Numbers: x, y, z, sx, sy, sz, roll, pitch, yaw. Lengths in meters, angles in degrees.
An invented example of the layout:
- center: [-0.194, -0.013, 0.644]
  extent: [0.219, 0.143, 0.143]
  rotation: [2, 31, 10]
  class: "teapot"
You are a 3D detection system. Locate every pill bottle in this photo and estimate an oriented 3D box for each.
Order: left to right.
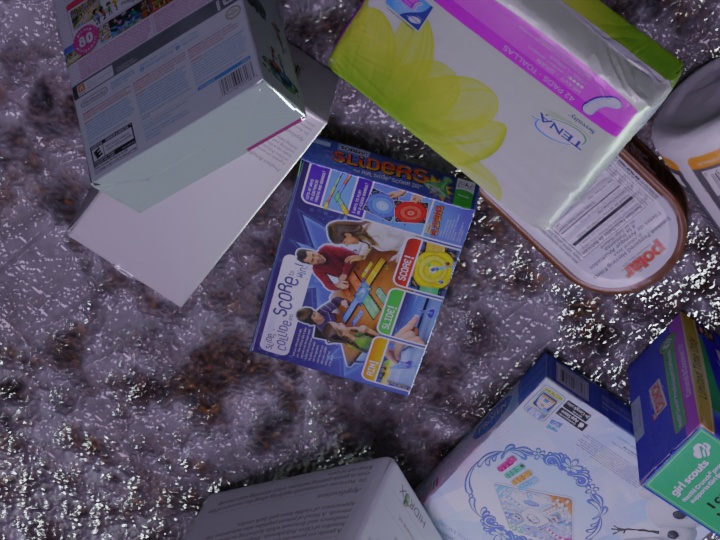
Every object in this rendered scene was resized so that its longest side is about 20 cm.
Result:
- center: [0.305, -0.054, 1.333]
  extent: [0.116, 0.117, 0.200]
  rotation: [-30, 113, 21]
  class: "pill bottle"

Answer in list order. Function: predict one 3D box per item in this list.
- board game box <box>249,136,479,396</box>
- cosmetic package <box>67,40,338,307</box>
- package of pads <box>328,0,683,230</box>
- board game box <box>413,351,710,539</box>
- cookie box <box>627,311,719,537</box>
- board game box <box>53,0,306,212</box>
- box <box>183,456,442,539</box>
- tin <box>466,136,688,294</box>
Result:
- center: [0.000, 0.000, 1.425]
  extent: [0.135, 0.035, 0.200]
  rotation: [16, 130, -2]
  class: "board game box"
- center: [-0.117, -0.084, 1.382]
  extent: [0.107, 0.085, 0.200]
  rotation: [35, 118, -14]
  class: "cosmetic package"
- center: [0.090, -0.135, 1.235]
  extent: [0.200, 0.068, 0.155]
  rotation: [38, 139, 1]
  class: "package of pads"
- center: [0.170, 0.192, 1.530]
  extent: [0.200, 0.043, 0.199]
  rotation: [34, 119, -13]
  class: "board game box"
- center: [0.306, 0.145, 1.416]
  extent: [0.200, 0.171, 0.075]
  rotation: [32, 116, -12]
  class: "cookie box"
- center: [-0.129, -0.163, 1.273]
  extent: [0.147, 0.201, 0.064]
  rotation: [-27, 150, 21]
  class: "board game box"
- center: [-0.034, 0.291, 1.514]
  extent: [0.198, 0.171, 0.200]
  rotation: [-15, 117, 32]
  class: "box"
- center: [0.160, -0.063, 1.390]
  extent: [0.200, 0.042, 0.112]
  rotation: [41, 120, -16]
  class: "tin"
